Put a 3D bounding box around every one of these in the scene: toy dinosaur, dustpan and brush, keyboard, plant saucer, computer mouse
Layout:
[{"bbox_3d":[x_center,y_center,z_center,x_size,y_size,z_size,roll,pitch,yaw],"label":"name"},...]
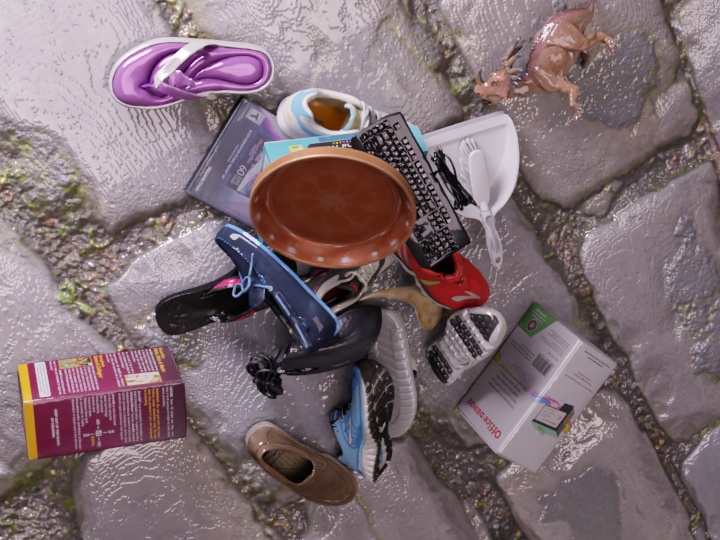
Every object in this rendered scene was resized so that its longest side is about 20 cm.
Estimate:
[{"bbox_3d":[0.092,0.029,1.600,0.200,0.058,0.101,21,82,-45],"label":"toy dinosaur"},{"bbox_3d":[0.164,-0.102,1.595,0.139,0.057,0.201,-18,116,-13],"label":"dustpan and brush"},{"bbox_3d":[0.076,-0.102,1.420,0.104,0.040,0.200,-35,114,-7],"label":"keyboard"},{"bbox_3d":[0.251,-0.290,1.544,0.135,0.086,0.200,29,93,-20],"label":"toy dinosaur"},{"bbox_3d":[-0.033,-0.077,1.395,0.199,0.032,0.201,1,141,1],"label":"plant saucer"},{"bbox_3d":[-0.050,0.115,1.568,0.200,0.053,0.139,-28,158,-8],"label":"computer mouse"}]

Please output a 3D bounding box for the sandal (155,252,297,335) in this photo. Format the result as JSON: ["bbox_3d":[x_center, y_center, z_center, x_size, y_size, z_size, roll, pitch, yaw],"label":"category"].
[{"bbox_3d":[-0.171,0.038,1.536,0.199,0.045,0.075,-23,115,-10],"label":"sandal"}]

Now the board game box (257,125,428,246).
[{"bbox_3d":[-0.028,-0.106,1.473,0.199,0.047,0.151,-9,145,-18],"label":"board game box"}]

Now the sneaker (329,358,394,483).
[{"bbox_3d":[-0.008,0.209,1.635,0.078,0.090,0.201,-44,144,-50],"label":"sneaker"}]

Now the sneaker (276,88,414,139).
[{"bbox_3d":[-0.003,-0.178,1.483,0.199,0.081,0.077,11,82,-25],"label":"sneaker"}]

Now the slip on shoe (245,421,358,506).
[{"bbox_3d":[-0.078,0.286,1.659,0.076,0.061,0.200,-46,118,4],"label":"slip on shoe"}]

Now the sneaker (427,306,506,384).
[{"bbox_3d":[0.160,0.092,1.619,0.081,0.200,0.075,-23,78,-24],"label":"sneaker"}]

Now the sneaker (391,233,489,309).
[{"bbox_3d":[0.108,0.000,1.528,0.200,0.085,0.077,37,85,-36],"label":"sneaker"}]

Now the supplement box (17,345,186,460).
[{"bbox_3d":[-0.331,0.167,1.492,0.199,0.110,0.086,-6,113,-18],"label":"supplement box"}]

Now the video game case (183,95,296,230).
[{"bbox_3d":[-0.108,-0.117,1.514,0.200,0.019,0.143,29,99,-26],"label":"video game case"}]

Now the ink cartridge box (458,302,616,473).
[{"bbox_3d":[0.252,0.169,1.687,0.084,0.145,0.200,32,97,-28],"label":"ink cartridge box"}]

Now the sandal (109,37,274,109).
[{"bbox_3d":[-0.201,-0.240,1.402,0.202,0.050,0.083,-11,111,-13],"label":"sandal"}]

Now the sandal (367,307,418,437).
[{"bbox_3d":[0.050,0.144,1.655,0.050,0.082,0.203,-36,132,-53],"label":"sandal"}]

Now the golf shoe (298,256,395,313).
[{"bbox_3d":[0.000,0.000,1.562,0.200,0.088,0.077,-42,117,-2],"label":"golf shoe"}]

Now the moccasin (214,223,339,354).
[{"bbox_3d":[-0.115,0.024,1.477,0.200,0.080,0.068,42,77,8],"label":"moccasin"}]
